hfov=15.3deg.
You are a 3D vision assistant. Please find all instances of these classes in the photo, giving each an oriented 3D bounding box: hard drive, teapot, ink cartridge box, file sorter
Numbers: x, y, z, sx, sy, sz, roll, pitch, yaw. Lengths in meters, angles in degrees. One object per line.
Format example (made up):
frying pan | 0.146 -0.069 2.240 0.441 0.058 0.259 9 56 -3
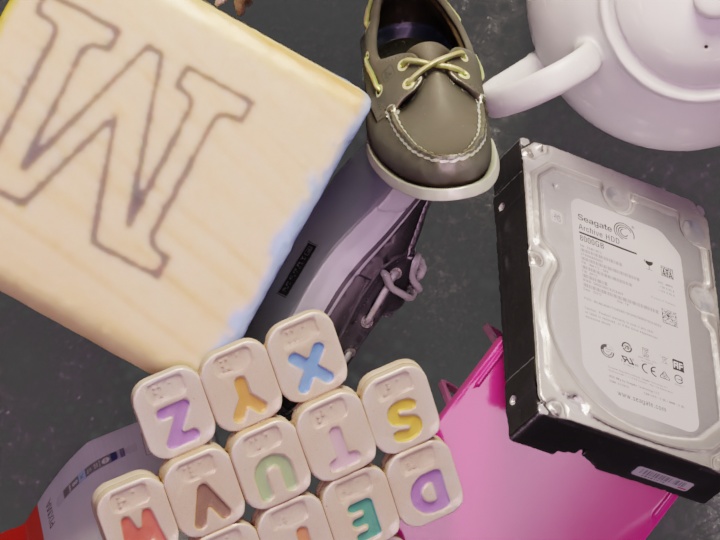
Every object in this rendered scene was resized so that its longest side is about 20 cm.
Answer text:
hard drive | 0.147 0.027 1.551 0.140 0.200 0.038 20 137 -24
teapot | 0.189 -0.158 1.559 0.197 0.146 0.200 18 96 -5
ink cartridge box | -0.167 0.168 1.568 0.200 0.160 0.047 -21 124 -1
file sorter | 0.073 0.150 1.598 0.139 0.125 0.200 37 94 -7

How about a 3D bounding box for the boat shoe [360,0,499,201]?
boat shoe | 0.035 -0.104 1.521 0.072 0.202 0.060 -4 120 -7

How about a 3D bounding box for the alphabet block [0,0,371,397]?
alphabet block | -0.130 -0.067 1.530 0.200 0.195 0.197 29 92 -7

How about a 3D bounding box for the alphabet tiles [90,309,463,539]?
alphabet tiles | -0.044 0.127 1.482 0.200 0.015 0.196 -22 114 -12

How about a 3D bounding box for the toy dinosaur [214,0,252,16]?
toy dinosaur | -0.008 -0.201 1.514 0.135 0.200 0.086 -7 100 32

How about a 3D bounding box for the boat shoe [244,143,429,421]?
boat shoe | 0.001 0.001 1.590 0.068 0.074 0.200 35 85 -27
